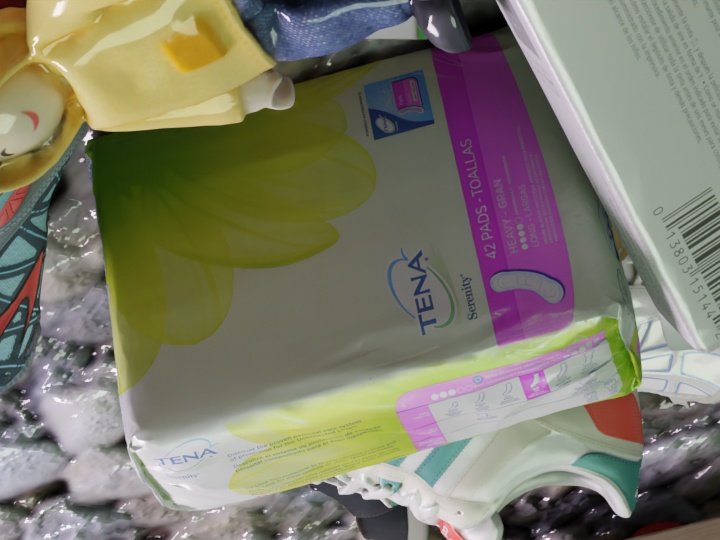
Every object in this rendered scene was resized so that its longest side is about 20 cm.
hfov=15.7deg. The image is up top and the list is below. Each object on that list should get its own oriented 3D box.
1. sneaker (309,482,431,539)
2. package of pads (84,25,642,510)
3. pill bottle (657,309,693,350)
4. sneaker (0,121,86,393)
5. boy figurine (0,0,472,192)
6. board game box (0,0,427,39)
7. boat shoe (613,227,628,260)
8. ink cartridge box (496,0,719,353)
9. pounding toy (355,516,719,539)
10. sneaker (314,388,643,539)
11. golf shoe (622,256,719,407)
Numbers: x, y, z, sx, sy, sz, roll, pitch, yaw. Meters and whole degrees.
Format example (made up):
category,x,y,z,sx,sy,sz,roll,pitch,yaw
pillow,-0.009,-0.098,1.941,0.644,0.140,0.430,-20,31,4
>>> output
category,x,y,z,sx,sy,sz,roll,pitch,yaw
sneaker,-0.018,0.071,1.211,0.106,0.075,0.200,4,152,8
package of pads,0.000,0.000,1.016,0.199,0.155,0.068,-15,147,7
pill bottle,0.218,-0.021,1.066,0.199,0.113,0.112,-8,148,11
sneaker,-0.160,0.003,1.009,0.200,0.079,0.095,-56,144,6
boy figurine,-0.068,-0.085,0.909,0.199,0.065,0.124,-18,149,6
board game box,-0.046,-0.121,0.941,0.199,0.030,0.096,-3,147,-15
boat shoe,0.024,0.003,1.091,0.199,0.065,0.072,-13,121,7
ink cartridge box,0.150,-0.094,0.940,0.176,0.045,0.200,-33,122,-3
pounding toy,0.119,0.191,1.382,0.199,0.143,0.184,-13,159,4
sneaker,0.021,0.077,1.074,0.199,0.094,0.070,-9,174,-1
golf shoe,0.127,0.014,1.151,0.199,0.079,0.097,-21,138,13
